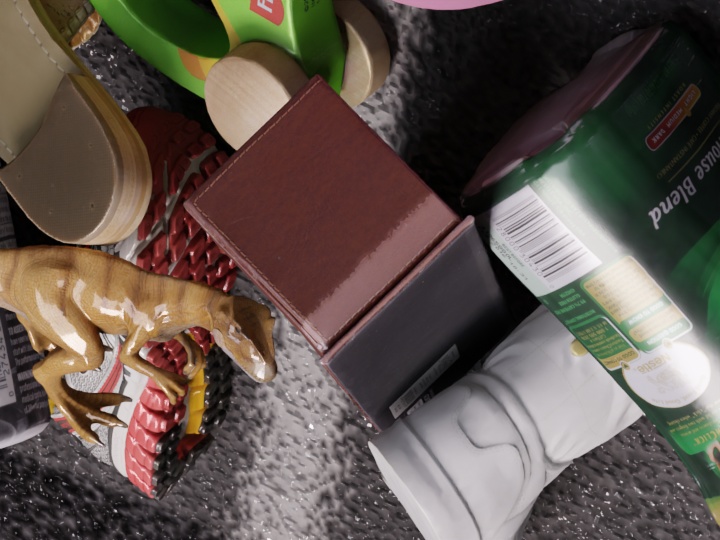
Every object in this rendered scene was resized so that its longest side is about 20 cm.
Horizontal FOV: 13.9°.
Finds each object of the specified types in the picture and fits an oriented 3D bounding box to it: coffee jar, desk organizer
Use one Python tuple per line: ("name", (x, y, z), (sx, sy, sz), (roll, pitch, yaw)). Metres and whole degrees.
("coffee jar", (0.134, 0.015, 1.066), (0.200, 0.104, 0.085), (50, 137, -9))
("desk organizer", (0.000, 0.000, 1.091), (0.077, 0.072, 0.200), (46, 177, 13))

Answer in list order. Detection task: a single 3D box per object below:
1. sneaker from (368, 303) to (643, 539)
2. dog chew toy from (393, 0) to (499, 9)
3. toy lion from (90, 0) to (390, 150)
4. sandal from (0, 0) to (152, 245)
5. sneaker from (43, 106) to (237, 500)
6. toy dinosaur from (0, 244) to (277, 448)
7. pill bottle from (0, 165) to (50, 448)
("sneaker", (0.069, 0.070, 1.176), (0.074, 0.115, 0.200), (52, 175, 11))
("dog chew toy", (0.049, -0.144, 0.932), (0.125, 0.124, 0.200), (60, 164, -18))
("toy lion", (-0.073, -0.164, 1.110), (0.191, 0.069, 0.200), (30, 136, 22))
("sandal", (-0.130, -0.091, 1.194), (0.078, 0.070, 0.212), (-48, 58, 26))
("sneaker", (-0.104, 0.012, 1.253), (0.082, 0.078, 0.200), (26, 134, 18))
("toy dinosaur", (-0.122, 0.009, 1.152), (0.199, 0.061, 0.106), (11, 140, 9))
("pill bottle", (-0.201, -0.020, 1.252), (0.106, 0.106, 0.201), (-8, 95, 39))
